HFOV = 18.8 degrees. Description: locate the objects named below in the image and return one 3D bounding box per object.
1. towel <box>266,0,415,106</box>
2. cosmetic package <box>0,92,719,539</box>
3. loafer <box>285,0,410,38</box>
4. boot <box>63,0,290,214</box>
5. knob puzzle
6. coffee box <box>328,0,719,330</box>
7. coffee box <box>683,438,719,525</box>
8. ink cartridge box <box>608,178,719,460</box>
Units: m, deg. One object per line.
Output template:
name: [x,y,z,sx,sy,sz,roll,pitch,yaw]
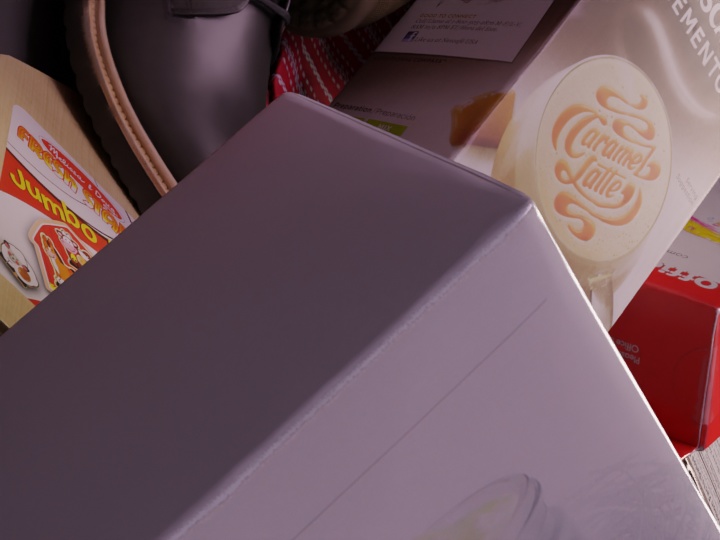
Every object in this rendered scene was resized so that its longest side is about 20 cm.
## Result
towel: [0.002,-0.077,0.896,0.145,0.022,0.200,56,28,-35]
cosmetic package: [-0.016,0.101,0.550,0.123,0.199,0.200,27,-24,56]
loafer: [-0.034,-0.171,0.844,0.067,0.076,0.200,1,58,-50]
boot: [-0.030,-0.110,0.744,0.077,0.138,0.200,24,44,-62]
knob puzzle: [-0.080,0.010,0.688,0.220,0.030,0.220,48,16,-18]
coffee box: [0.061,-0.046,0.814,0.200,0.080,0.114,-52,128,-21]
coffee box: [0.117,0.063,1.020,0.080,0.113,0.200,64,25,-18]
ink cartridge box: [0.122,0.009,0.916,0.200,0.116,0.067,-31,131,-50]
